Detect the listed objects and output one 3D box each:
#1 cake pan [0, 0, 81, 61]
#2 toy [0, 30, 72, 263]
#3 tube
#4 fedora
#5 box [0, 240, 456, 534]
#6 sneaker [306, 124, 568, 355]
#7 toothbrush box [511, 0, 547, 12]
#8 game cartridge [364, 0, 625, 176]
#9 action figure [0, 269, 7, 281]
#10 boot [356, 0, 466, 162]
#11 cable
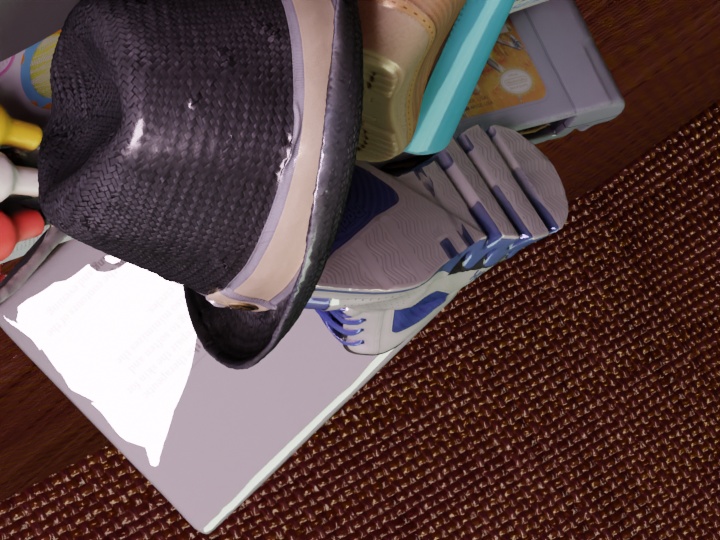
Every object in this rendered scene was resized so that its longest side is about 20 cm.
[{"bbox_3d":[-0.129,-0.117,0.806,0.200,0.037,0.200,-31,175,-3],"label":"cake pan"},{"bbox_3d":[-0.135,-0.071,0.989,0.200,0.115,0.047,-18,-147,-34],"label":"toy"},{"bbox_3d":[0.050,-0.142,0.976,0.050,0.077,0.200,-8,137,-37],"label":"tube"},{"bbox_3d":[-0.071,-0.056,0.866,0.092,0.201,0.201,8,159,-20],"label":"fedora"},{"bbox_3d":[-0.074,0.013,1.298,0.199,0.171,0.200,-44,-178,0],"label":"box"},{"bbox_3d":[0.001,0.000,1.071,0.199,0.081,0.115,-11,154,-45],"label":"sneaker"},{"bbox_3d":[0.089,-0.194,1.053,0.146,0.085,0.200,-24,172,-47],"label":"toothbrush box"},{"bbox_3d":[0.029,-0.116,1.141,0.200,0.133,0.042,-16,168,-33],"label":"game cartridge"},{"bbox_3d":[-0.249,0.046,1.218,0.200,0.065,0.099,-62,-173,-9],"label":"action figure"},{"bbox_3d":[0.019,-0.138,0.940,0.200,0.072,0.166,147,-35,-75],"label":"boot"},{"bbox_3d":[-0.116,-0.033,0.944,0.200,0.097,0.050,-7,-176,-37],"label":"cable"}]
